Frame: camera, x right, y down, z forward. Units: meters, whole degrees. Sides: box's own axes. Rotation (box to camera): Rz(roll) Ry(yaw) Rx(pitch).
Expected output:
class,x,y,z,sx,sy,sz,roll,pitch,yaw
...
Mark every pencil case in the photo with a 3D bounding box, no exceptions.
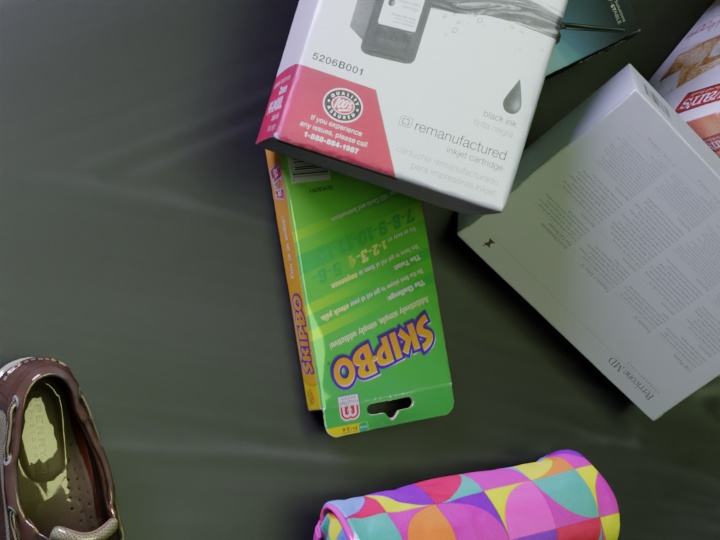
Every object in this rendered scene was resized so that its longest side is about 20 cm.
class,x,y,z,sx,sy,sz,roll,pitch,yaw
pencil case,0.065,0.166,0.874,0.200,0.088,0.088,-7,87,-31

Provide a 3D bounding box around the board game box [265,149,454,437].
class,x,y,z,sx,sy,sz,roll,pitch,yaw
board game box,0.000,0.000,0.889,0.095,0.030,0.200,-8,85,-28

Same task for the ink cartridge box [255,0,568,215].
class,x,y,z,sx,sy,sz,roll,pitch,yaw
ink cartridge box,0.038,-0.149,0.837,0.145,0.083,0.200,17,88,-10

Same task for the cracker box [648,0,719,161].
class,x,y,z,sx,sy,sz,roll,pitch,yaw
cracker box,0.270,-0.142,0.989,0.058,0.134,0.200,47,65,-15

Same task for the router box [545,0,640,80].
class,x,y,z,sx,sy,sz,roll,pitch,yaw
router box,0.081,-0.216,0.938,0.150,0.062,0.200,-29,97,-28

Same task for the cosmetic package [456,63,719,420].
class,x,y,z,sx,sy,sz,roll,pitch,yaw
cosmetic package,0.185,-0.014,0.924,0.200,0.151,0.052,43,23,-17

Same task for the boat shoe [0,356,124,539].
class,x,y,z,sx,sy,sz,roll,pitch,yaw
boat shoe,-0.161,0.147,0.758,0.075,0.075,0.202,-15,91,-28
